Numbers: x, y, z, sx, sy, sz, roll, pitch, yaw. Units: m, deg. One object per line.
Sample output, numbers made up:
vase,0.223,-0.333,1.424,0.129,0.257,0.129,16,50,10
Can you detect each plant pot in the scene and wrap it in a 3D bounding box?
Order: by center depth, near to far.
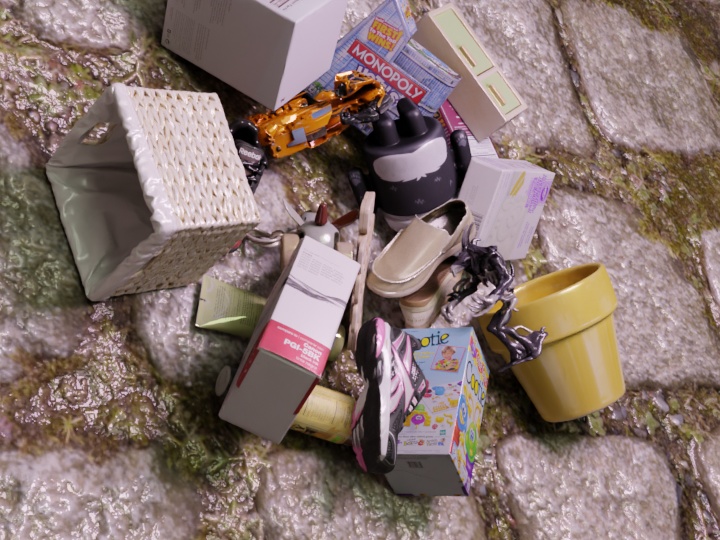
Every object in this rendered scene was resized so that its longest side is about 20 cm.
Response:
plant pot,0.293,0.111,1.794,0.201,0.201,0.189,-26,98,-44

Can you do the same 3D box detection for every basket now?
basket,-0.250,-0.092,1.483,0.161,0.198,0.200,-5,67,-41

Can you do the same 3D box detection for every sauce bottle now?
sauce bottle,-0.086,0.166,1.545,0.200,0.065,0.065,22,53,-24

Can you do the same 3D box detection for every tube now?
tube,-0.118,0.066,1.596,0.200,0.052,0.058,19,13,-23

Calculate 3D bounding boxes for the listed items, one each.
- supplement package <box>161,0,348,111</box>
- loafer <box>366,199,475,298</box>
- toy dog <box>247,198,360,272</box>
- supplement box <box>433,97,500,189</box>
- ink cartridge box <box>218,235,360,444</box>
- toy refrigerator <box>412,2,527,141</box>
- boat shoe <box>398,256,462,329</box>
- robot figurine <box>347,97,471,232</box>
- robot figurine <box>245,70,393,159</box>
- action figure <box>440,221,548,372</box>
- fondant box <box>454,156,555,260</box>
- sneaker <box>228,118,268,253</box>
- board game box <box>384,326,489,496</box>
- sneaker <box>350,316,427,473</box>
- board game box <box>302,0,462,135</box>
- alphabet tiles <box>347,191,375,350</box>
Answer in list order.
supplement package,-0.145,-0.356,1.709,0.200,0.152,0.151,32,44,13
loafer,0.082,-0.037,1.683,0.076,0.068,0.200,29,52,30
toy dog,-0.061,-0.059,1.600,0.132,0.096,0.200,0,20,-26
supplement box,0.125,-0.209,1.900,0.086,0.110,0.200,-10,71,-44
ink cartridge box,-0.082,0.081,1.463,0.083,0.147,0.200,26,44,-6
toy refrigerator,0.161,-0.302,1.857,0.200,0.070,0.076,55,42,1
boat shoe,0.105,0.027,1.780,0.200,0.072,0.065,-51,142,-57
robot figurine,0.074,-0.146,1.781,0.125,0.150,0.200,-53,134,-46
robot figurine,-0.053,-0.222,1.720,0.200,0.145,0.058,-28,118,-14
action figure,0.169,0.039,1.659,0.102,0.119,0.200,-29,89,-18
fondant box,0.207,-0.090,1.832,0.058,0.144,0.200,25,15,26
sneaker,-0.169,-0.118,1.629,0.071,0.098,0.201,21,54,-29
board game box,0.098,0.185,1.621,0.103,0.105,0.200,64,31,-44
sneaker,0.045,0.157,1.542,0.086,0.080,0.200,15,64,-22
board game box,0.038,-0.299,1.806,0.200,0.200,0.062,36,24,-3
alphabet tiles,0.000,0.000,1.627,0.015,0.200,0.196,6,16,3
